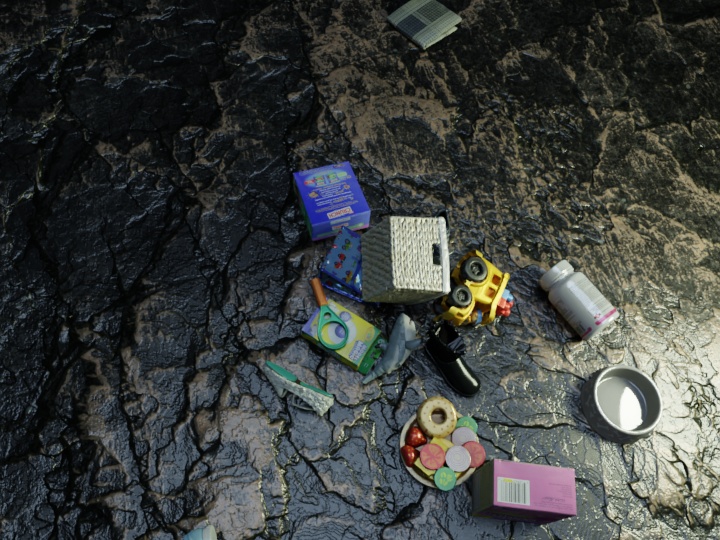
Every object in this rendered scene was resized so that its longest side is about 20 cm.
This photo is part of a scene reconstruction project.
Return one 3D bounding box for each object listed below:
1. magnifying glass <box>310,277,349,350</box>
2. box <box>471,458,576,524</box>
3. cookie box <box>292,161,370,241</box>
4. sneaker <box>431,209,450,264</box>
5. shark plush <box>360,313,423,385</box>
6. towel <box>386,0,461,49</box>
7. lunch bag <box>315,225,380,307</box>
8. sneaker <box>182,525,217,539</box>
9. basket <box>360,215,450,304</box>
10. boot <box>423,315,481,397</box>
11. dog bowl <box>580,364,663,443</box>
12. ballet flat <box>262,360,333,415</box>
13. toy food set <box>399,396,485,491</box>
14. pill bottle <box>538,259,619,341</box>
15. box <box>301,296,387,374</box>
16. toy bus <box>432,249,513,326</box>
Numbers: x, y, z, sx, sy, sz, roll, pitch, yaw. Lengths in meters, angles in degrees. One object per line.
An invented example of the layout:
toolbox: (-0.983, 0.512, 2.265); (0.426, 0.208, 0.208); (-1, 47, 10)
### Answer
magnifying glass: (-0.087, 0.110, 1.556); (0.079, 0.022, 0.200); (-16, 65, -11)
box: (0.354, 0.493, 1.349); (0.175, 0.200, 0.097); (7, 63, -1)
cookie box: (-0.084, -0.197, 1.712); (0.171, 0.075, 0.200); (-14, 57, -11)
sneaker: (0.212, -0.083, 1.687); (0.074, 0.081, 0.201); (5, 64, -1)
shark plush: (0.072, 0.208, 1.549); (0.083, 0.091, 0.200); (41, 91, 1)
towel: (0.220, -0.860, 2.103); (0.200, 0.035, 0.193); (-40, 70, -18)
lunch bag: (0.000, 0.000, 1.641); (0.200, 0.094, 0.151); (27, 63, -5)
sneaker: (-0.342, 0.655, 1.297); (0.082, 0.074, 0.201); (-13, 57, -1)
basket: (0.107, -0.023, 1.551); (0.160, 0.200, 0.199); (3, 77, -23)
boot: (0.232, 0.213, 1.499); (0.073, 0.163, 0.198); (-35, 71, -18)
dog bowl: (0.661, 0.329, 1.532); (0.199, 0.059, 0.201); (1, 63, -3)
ballet flat: (-0.162, 0.293, 1.488); (0.200, 0.072, 0.072); (26, 65, 9)
toy food set: (0.194, 0.418, 1.457); (0.198, 0.049, 0.200); (37, 66, 15)
pill bottle: (0.574, 0.076, 1.618); (0.113, 0.113, 0.200); (-31, 70, -18)
box: (-0.039, 0.168, 1.566); (0.200, 0.048, 0.117); (31, 66, 9)
toy bus: (0.309, 0.078, 1.602); (0.192, 0.136, 0.200); (32, 67, -6)
